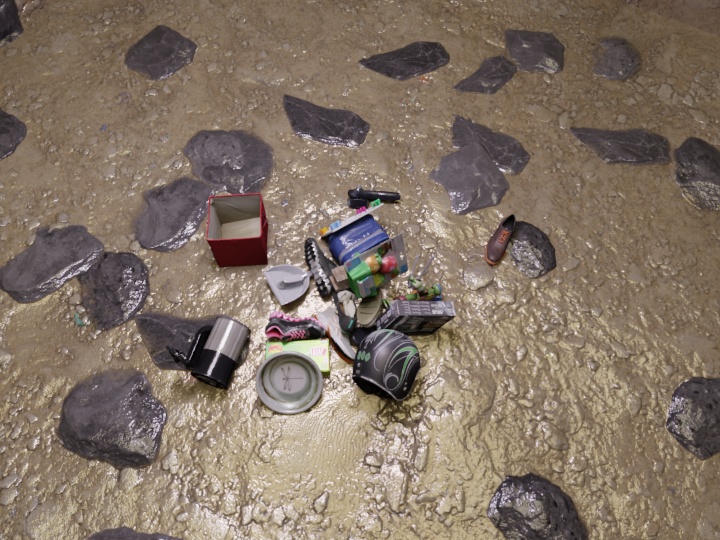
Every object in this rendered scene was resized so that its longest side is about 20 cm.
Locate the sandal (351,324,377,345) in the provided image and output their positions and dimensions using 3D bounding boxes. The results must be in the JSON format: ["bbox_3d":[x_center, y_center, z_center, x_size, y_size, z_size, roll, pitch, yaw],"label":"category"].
[{"bbox_3d":[0.068,0.192,1.630,0.198,0.043,0.077,-14,64,-27],"label":"sandal"}]

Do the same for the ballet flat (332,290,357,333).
[{"bbox_3d":[-0.041,0.111,1.638,0.067,0.069,0.201,15,31,-24],"label":"ballet flat"}]

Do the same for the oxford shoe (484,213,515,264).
[{"bbox_3d":[0.485,-0.112,1.799,0.070,0.073,0.202,23,64,10],"label":"oxford shoe"}]

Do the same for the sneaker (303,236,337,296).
[{"bbox_3d":[-0.124,-0.018,1.725,0.090,0.066,0.203,-17,84,-42],"label":"sneaker"}]

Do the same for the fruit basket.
[{"bbox_3d":[0.056,-0.004,1.576,0.198,0.186,0.094,-23,51,-6],"label":"fruit basket"}]

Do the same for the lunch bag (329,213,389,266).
[{"bbox_3d":[0.006,-0.081,1.739,0.198,0.136,0.133,-30,69,-14],"label":"lunch bag"}]

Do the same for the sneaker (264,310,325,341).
[{"bbox_3d":[-0.207,0.190,1.609,0.197,0.080,0.096,7,35,15],"label":"sneaker"}]

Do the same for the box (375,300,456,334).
[{"bbox_3d":[0.166,0.145,1.578,0.197,0.158,0.050,3,62,-24],"label":"box"}]

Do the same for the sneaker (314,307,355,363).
[{"bbox_3d":[-0.059,0.195,1.632,0.091,0.076,0.201,-31,68,-21],"label":"sneaker"}]

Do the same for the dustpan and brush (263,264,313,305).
[{"bbox_3d":[-0.202,0.025,1.720,0.198,0.057,0.140,-14,61,-42],"label":"dustpan and brush"}]

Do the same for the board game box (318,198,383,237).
[{"bbox_3d":[-0.037,-0.176,1.760,0.198,0.200,0.026,-30,96,-16],"label":"board game box"}]

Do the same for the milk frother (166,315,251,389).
[{"bbox_3d":[-0.451,0.220,1.539,0.178,0.201,0.190,13,62,10],"label":"milk frother"}]

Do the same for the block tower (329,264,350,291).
[{"bbox_3d":[0.000,0.000,1.670,0.198,0.058,0.054,-22,57,-11],"label":"block tower"}]

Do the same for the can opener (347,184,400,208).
[{"bbox_3d":[0.049,-0.273,1.893,0.197,0.080,0.064,-2,23,-6],"label":"can opener"}]

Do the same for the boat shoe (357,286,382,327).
[{"bbox_3d":[0.038,0.107,1.655,0.074,0.069,0.202,-1,46,18],"label":"boat shoe"}]

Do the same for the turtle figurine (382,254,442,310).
[{"bbox_3d":[0.156,0.049,1.674,0.192,0.202,0.144,-26,31,-10],"label":"turtle figurine"}]

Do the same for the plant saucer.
[{"bbox_3d":[-0.208,0.323,1.533,0.197,0.050,0.203,-1,106,-3],"label":"plant saucer"}]

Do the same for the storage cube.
[{"bbox_3d":[-0.402,-0.131,1.734,0.197,0.180,0.173,-4,62,-4],"label":"storage cube"}]

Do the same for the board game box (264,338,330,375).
[{"bbox_3d":[-0.193,0.273,1.600,0.197,0.048,0.103,-3,62,-3],"label":"board game box"}]

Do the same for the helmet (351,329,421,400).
[{"bbox_3d":[0.080,0.268,1.525,0.198,0.201,0.192,25,66,12],"label":"helmet"}]
